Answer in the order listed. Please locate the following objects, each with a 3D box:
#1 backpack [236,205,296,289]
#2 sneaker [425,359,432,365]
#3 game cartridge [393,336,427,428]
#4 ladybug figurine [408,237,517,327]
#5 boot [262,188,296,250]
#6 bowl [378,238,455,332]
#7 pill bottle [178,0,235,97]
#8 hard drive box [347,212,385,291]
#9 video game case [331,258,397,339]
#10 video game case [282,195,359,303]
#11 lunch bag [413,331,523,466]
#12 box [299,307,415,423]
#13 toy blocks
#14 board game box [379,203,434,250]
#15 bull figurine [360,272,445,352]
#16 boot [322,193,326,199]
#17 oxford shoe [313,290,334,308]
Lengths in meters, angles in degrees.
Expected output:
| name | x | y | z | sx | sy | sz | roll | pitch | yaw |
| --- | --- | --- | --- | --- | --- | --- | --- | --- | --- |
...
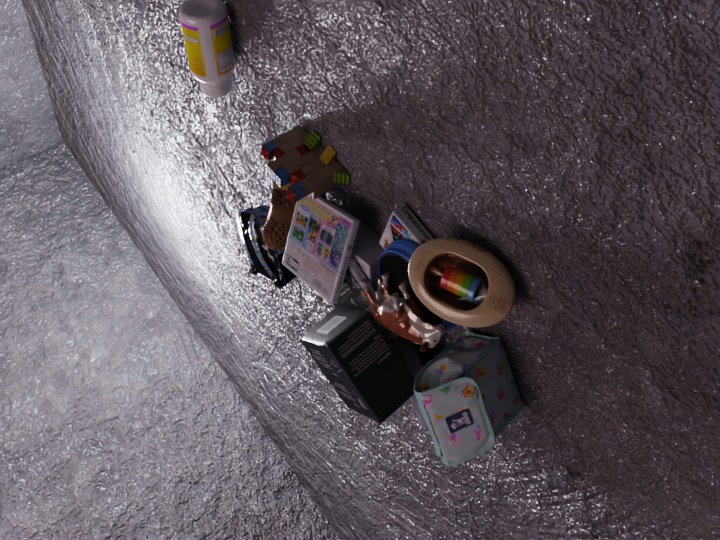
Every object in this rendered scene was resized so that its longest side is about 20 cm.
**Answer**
| name | x | y | z | sx | sy | sz | roll | pitch | yaw |
| --- | --- | --- | --- | --- | --- | --- | --- | --- | --- |
| backpack | -0.226 | -0.081 | 1.753 | 0.182 | 0.134 | 0.202 | 22 | 138 | 51 |
| sneaker | 0.171 | 0.221 | 1.445 | 0.085 | 0.073 | 0.200 | 49 | 155 | 12 |
| game cartridge | 0.115 | 0.229 | 1.508 | 0.201 | 0.041 | 0.134 | -111 | 4 | -52 |
| ladybug figurine | 0.176 | 0.021 | 1.168 | 0.199 | 0.137 | 0.072 | 30 | -170 | 22 |
| boot | -0.178 | -0.143 | 1.612 | 0.108 | 0.074 | 0.201 | -86 | 12 | -53 |
| bowl | 0.105 | 0.036 | 1.314 | 0.201 | 0.039 | 0.202 | 44 | 153 | 29 |
| pill bottle | -0.334 | -0.490 | 1.525 | 0.104 | 0.104 | 0.201 | 42 | 150 | 30 |
| hard drive box | 0.000 | 0.000 | 1.504 | 0.156 | 0.076 | 0.201 | 39 | 149 | 34 |
| video game case | -0.004 | 0.080 | 1.488 | 0.183 | 0.023 | 0.200 | 56 | 155 | 2 |
| video game case | -0.088 | -0.057 | 1.450 | 0.200 | 0.024 | 0.184 | 35 | 117 | 44 |
| lunch bag | 0.192 | 0.236 | 1.266 | 0.121 | 0.199 | 0.172 | 3 | 121 | 49 |
| box | -0.006 | 0.191 | 1.435 | 0.201 | 0.117 | 0.196 | 57 | 162 | -12 |
| toy blocks | -0.137 | -0.214 | 1.438 | 0.200 | 0.136 | 0.100 | 47 | 153 | 23 |
| board game box | 0.120 | -0.015 | 1.316 | 0.201 | 0.034 | 0.127 | 52 | 155 | 14 |
| bull figurine | 0.075 | 0.077 | 1.295 | 0.199 | 0.065 | 0.122 | 18 | 134 | 54 |
| boot | -0.105 | -0.088 | 1.520 | 0.139 | 0.076 | 0.202 | 115 | 149 | -56 |
| oxford shoe | -0.069 | 0.039 | 1.678 | 0.199 | 0.072 | 0.085 | 15 | 130 | 55 |
